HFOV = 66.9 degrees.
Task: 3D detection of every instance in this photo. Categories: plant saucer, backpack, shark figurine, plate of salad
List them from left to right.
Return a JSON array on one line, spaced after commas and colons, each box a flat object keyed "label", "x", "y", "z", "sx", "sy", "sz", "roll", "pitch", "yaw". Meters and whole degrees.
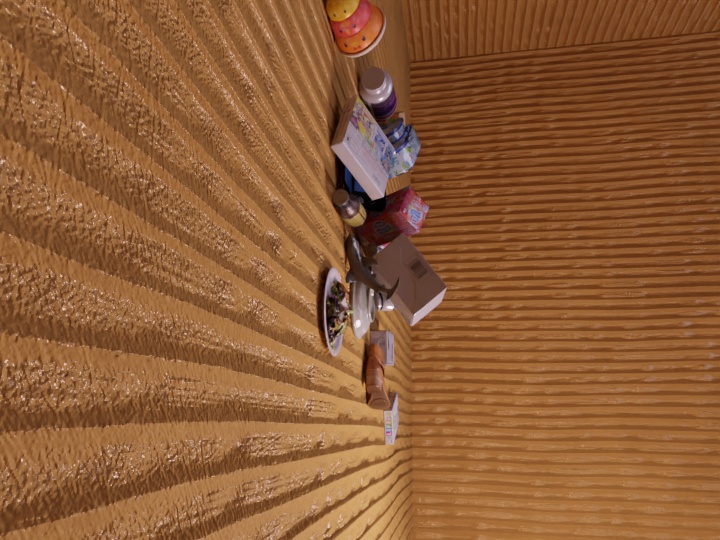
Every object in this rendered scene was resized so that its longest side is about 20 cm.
[{"label": "plate of salad", "x": -0.051, "y": 0.094, "z": 1.253, "sx": 0.200, "sy": 0.047, "sz": 0.205, "roll": -1, "pitch": 90, "yaw": -80}, {"label": "shark figurine", "x": 0.009, "y": 0.021, "z": 1.451, "sx": 0.215, "sy": 0.089, "sz": 0.129, "roll": 48, "pitch": -34, "yaw": 22}, {"label": "plant saucer", "x": 0.011, "y": 0.097, "z": 1.596, "sx": 0.200, "sy": 0.049, "sz": 0.205, "roll": -2, "pitch": 90, "yaw": -80}, {"label": "backpack", "x": 0.096, "y": -0.400, "z": 1.816, "sx": 0.148, "sy": 0.181, "sz": 0.202, "roll": 55, "pitch": 30, "yaw": -28}]

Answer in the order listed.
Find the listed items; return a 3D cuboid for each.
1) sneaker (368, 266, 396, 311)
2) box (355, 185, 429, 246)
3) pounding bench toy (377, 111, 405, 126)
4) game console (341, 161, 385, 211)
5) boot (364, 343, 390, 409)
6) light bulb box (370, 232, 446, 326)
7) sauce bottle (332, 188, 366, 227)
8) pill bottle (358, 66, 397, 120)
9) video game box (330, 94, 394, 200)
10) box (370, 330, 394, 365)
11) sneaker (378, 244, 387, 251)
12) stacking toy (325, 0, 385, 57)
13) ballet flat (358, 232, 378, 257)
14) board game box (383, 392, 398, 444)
[{"label": "sneaker", "x": 0.063, "y": 0.035, "z": 1.699, "sx": 0.077, "sy": 0.079, "sz": 0.203, "roll": 116, "pitch": -34, "yaw": -58}, {"label": "box", "x": 0.089, "y": -0.152, "z": 1.574, "sx": 0.095, "sy": 0.198, "sz": 0.101, "roll": 40, "pitch": 58, "yaw": -26}, {"label": "pounding bench toy", "x": 0.105, "y": -0.461, "z": 2.006, "sx": 0.157, "sy": 0.122, "sz": 0.203, "roll": -78, "pitch": 163, "yaw": -54}, {"label": "game console", "x": 0.011, "y": -0.280, "z": 1.469, "sx": 0.118, "sy": 0.169, "sz": 0.204, "roll": 152, "pitch": -58, "yaw": -65}, {"label": "boot", "x": 0.051, "y": 0.347, "z": 1.758, "sx": 0.201, "sy": 0.075, "sz": 0.157, "roll": 67, "pitch": 19, "yaw": -46}, {"label": "light bulb box", "x": 0.133, "y": 0.032, "z": 1.545, "sx": 0.199, "sy": 0.124, "sz": 0.200, "roll": 52, "pitch": -5, "yaw": 13}, {"label": "sauce bottle", "x": -0.029, "y": -0.159, "z": 1.367, "sx": 0.200, "sy": 0.063, "sz": 0.066, "roll": 44, "pitch": 45, "yaw": -77}, {"label": "pill bottle", "x": 0.057, "y": -0.581, "z": 1.783, "sx": 0.200, "sy": 0.110, "sz": 0.115, "roll": 39, "pitch": 50, "yaw": -77}, {"label": "video game box", "x": 0.011, "y": -0.319, "z": 1.418, "sx": 0.200, "sy": 0.046, "sz": 0.185, "roll": 48, "pitch": 45, "yaw": -38}, {"label": "box", "x": 0.078, "y": 0.275, "z": 1.915, "sx": 0.200, "sy": 0.059, "sz": 0.119, "roll": 41, "pitch": 48, "yaw": -76}, {"label": "sneaker", "x": 0.058, "y": -0.013, "z": 1.840, "sx": 0.075, "sy": 0.080, "sz": 0.202, "roll": -51, "pitch": 146, "yaw": -32}, {"label": "stacking toy", "x": -0.040, "y": -0.634, "z": 1.319, "sx": 0.199, "sy": 0.144, "sz": 0.149, "roll": 32, "pitch": 55, "yaw": -55}, {"label": "ballet flat", "x": 0.019, "y": -0.135, "z": 1.683, "sx": 0.065, "sy": 0.070, "sz": 0.204, "roll": 20, "pitch": 63, "yaw": -50}, {"label": "board game box", "x": 0.126, "y": 0.594, "z": 2.205, "sx": 0.200, "sy": 0.034, "sz": 0.137, "roll": -38, "pitch": 126, "yaw": -77}]
